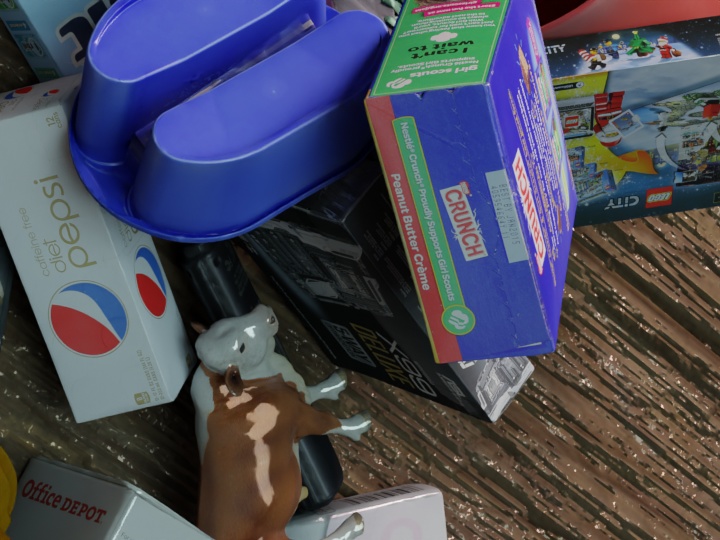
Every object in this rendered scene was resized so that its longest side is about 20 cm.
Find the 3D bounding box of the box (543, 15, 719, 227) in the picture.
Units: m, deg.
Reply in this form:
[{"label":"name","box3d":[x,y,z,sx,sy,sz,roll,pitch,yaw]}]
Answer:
[{"label":"box","box3d":[0.188,-0.094,1.742,0.199,0.038,0.137,-8,138,-6]}]

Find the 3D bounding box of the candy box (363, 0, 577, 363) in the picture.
[{"label":"candy box","box3d":[0.069,-0.066,1.584,0.077,0.200,0.170,-9,114,12]}]

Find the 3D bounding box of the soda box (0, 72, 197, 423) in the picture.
[{"label":"soda box","box3d":[-0.167,-0.013,1.664,0.064,0.068,0.200,-64,138,-64]}]

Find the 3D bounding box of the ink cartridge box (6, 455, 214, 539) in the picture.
[{"label":"ink cartridge box","box3d":[-0.183,0.224,1.647,0.084,0.146,0.200,34,77,-30]}]

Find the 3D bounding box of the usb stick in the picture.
[{"label":"usb stick","box3d":[-0.063,0.063,1.763,0.033,0.055,0.200,-19,110,16]}]

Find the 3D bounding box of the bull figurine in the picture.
[{"label":"bull figurine","box3d":[-0.057,0.114,1.708,0.121,0.065,0.201,0,104,-31]}]

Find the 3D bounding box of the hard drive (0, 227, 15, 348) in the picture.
[{"label":"hard drive","box3d":[-0.307,0.028,1.620,0.200,0.033,0.140,11,89,-32]}]

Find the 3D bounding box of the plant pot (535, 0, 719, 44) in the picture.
[{"label":"plant pot","box3d":[0.169,-0.167,1.816,0.201,0.200,0.177,-54,128,-16]}]

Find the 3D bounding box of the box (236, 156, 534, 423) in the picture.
[{"label":"box","box3d":[0.000,0.000,1.709,0.050,0.158,0.200,-51,131,-17]}]

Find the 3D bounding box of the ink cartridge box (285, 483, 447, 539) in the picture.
[{"label":"ink cartridge box","box3d":[-0.014,0.252,1.810,0.162,0.057,0.201,-10,95,-31]}]

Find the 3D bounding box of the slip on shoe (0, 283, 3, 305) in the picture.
[{"label":"slip on shoe","box3d":[-0.276,0.044,1.550,0.200,0.076,0.061,-14,80,-55]}]

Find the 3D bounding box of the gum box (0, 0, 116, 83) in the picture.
[{"label":"gum box","box3d":[-0.134,-0.174,1.702,0.170,0.045,0.200,-40,112,-23]}]

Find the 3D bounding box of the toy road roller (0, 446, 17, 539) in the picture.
[{"label":"toy road roller","box3d":[-0.275,0.171,1.566,0.123,0.146,0.200,31,92,-33]}]

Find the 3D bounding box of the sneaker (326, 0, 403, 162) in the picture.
[{"label":"sneaker","box3d":[0.012,-0.159,1.718,0.074,0.087,0.201,29,46,-56]}]

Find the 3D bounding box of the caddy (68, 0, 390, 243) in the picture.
[{"label":"caddy","box3d":[-0.074,-0.102,1.596,0.200,0.105,0.141,-31,69,-22]}]
